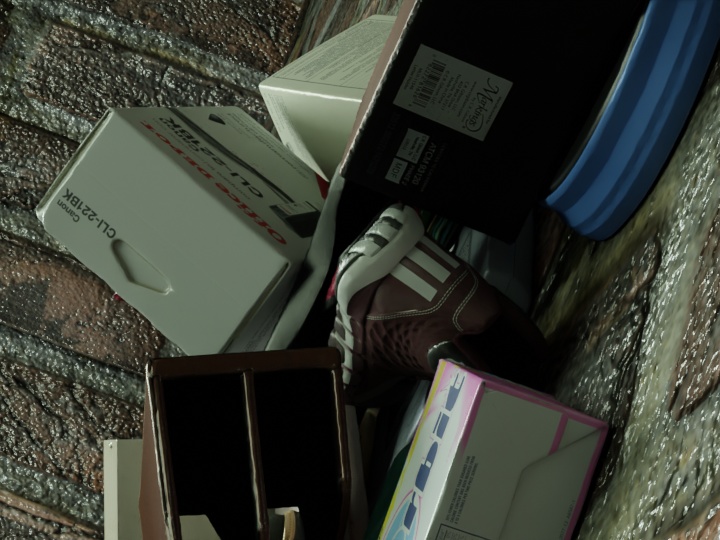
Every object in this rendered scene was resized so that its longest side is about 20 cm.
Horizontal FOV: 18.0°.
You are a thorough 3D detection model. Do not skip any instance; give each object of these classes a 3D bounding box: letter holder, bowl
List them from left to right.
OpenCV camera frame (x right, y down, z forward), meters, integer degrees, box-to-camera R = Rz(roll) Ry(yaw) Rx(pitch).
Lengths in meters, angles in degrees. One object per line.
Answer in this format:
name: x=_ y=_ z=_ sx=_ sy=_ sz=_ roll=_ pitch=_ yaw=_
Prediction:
letter holder: x=-0.062 y=0.149 z=1.220 sx=0.200 sy=0.100 sz=0.143 roll=103 pitch=161 yaw=-63
letter holder: x=0.077 y=-0.144 z=1.170 sx=0.143 sy=0.100 sz=0.201 roll=-77 pitch=10 yaw=-52
bowl: x=0.139 y=-0.116 z=1.176 sx=0.201 sy=0.039 sz=0.202 roll=-160 pitch=90 yaw=-83

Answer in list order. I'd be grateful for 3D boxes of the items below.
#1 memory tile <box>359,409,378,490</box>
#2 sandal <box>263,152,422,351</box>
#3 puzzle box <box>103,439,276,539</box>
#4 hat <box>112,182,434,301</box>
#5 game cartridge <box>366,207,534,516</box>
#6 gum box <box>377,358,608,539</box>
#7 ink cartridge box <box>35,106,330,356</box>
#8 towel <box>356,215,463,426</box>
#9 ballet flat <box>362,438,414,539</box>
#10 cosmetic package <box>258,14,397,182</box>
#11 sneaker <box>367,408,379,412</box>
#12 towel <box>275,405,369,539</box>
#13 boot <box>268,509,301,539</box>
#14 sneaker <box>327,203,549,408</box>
memory tile: x=-0.046 y=0.122 z=1.559 sx=0.200 sy=0.017 sz=0.154 roll=47 pitch=127 yaw=47
sandal: x=0.000 y=0.000 z=1.272 sx=0.075 sy=0.045 sz=0.201 roll=17 pitch=-82 yaw=-59
puzzle box: x=-0.106 y=0.211 z=1.512 sx=0.025 sy=0.132 sz=0.202 roll=-9 pitch=80 yaw=60
hat: x=-0.039 y=-0.053 z=1.512 sx=0.201 sy=0.175 sz=0.166 roll=-63 pitch=-2 yaw=-22
game cartridge: x=0.055 y=0.053 z=1.364 sx=0.134 sy=0.041 sz=0.201 roll=-88 pitch=19 yaw=-54
gum box: x=0.043 y=0.150 z=1.074 sx=0.113 sy=0.066 sz=0.201 roll=-163 pitch=92 yaw=-82
ink cartridge box: x=-0.082 y=-0.024 z=1.364 sx=0.084 sy=0.144 sz=0.200 roll=-53 pitch=-12 yaw=15
towel: x=0.043 y=0.000 z=1.451 sx=0.147 sy=0.022 sz=0.201 roll=111 pitch=-174 yaw=-56
ballet flat: x=0.021 y=0.171 z=1.193 sx=0.201 sy=0.067 sz=0.070 roll=-66 pitch=7 yaw=-19
cosmetic package: x=0.030 y=-0.102 z=1.405 sx=0.105 sy=0.071 sz=0.200 roll=-32 pitch=21 yaw=-18
sneaker: x=-0.020 y=0.120 z=1.648 sx=0.200 sy=0.078 sz=0.116 roll=-44 pitch=17 yaw=47
towel: x=-0.024 y=0.148 z=1.427 sx=0.200 sy=0.032 sz=0.192 roll=134 pitch=129 yaw=-73
boot: x=-0.130 y=0.210 z=1.398 sx=0.201 sy=0.138 sz=0.078 roll=-59 pitch=12 yaw=23
sneaker: x=0.044 y=0.051 z=1.221 sx=0.076 sy=0.115 sz=0.200 roll=-50 pitch=-15 yaw=-17
